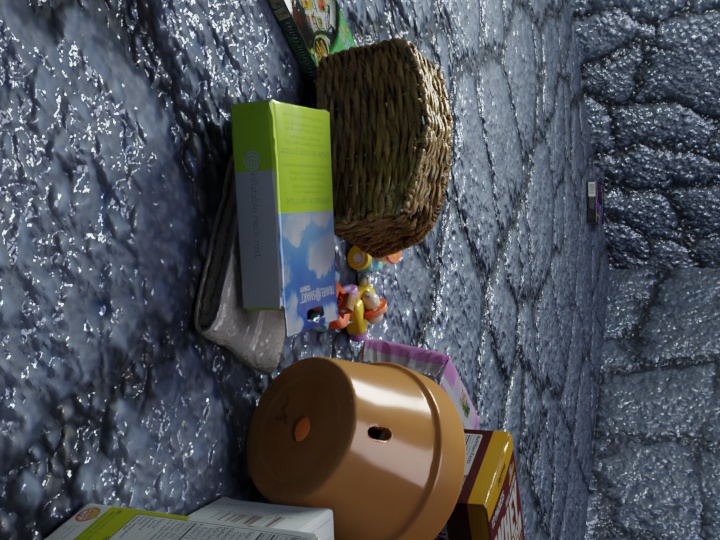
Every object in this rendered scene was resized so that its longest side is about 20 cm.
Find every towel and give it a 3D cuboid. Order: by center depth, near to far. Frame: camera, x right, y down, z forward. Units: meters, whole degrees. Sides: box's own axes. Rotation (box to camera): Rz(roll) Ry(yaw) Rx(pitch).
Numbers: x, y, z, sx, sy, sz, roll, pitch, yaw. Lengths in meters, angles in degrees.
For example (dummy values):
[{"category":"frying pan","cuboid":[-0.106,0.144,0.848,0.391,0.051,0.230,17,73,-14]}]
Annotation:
[{"category":"towel","cuboid":[-0.096,-0.013,0.829,0.133,0.034,0.203,47,47,-57]}]

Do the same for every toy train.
[{"category":"toy train","cuboid":[0.000,0.000,1.030,0.151,0.055,0.203,61,36,-49]}]

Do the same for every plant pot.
[{"category":"plant pot","cuboid":[-0.016,0.173,0.840,0.139,0.198,0.203,33,58,-44]}]

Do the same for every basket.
[{"category":"basket","cuboid":[0.041,-0.130,0.948,0.149,0.141,0.204,27,61,-58]}]

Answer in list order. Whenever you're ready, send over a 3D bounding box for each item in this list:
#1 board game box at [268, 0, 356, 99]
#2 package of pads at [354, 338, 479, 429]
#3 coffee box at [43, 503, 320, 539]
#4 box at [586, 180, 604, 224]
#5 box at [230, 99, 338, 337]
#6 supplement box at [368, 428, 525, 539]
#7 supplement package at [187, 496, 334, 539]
[{"category":"board game box","cuboid":[-0.044,-0.263,0.976,0.201,0.023,0.106,62,34,-48]},{"category":"package of pads","cuboid":[0.072,0.164,1.097,0.077,0.119,0.201,-66,151,-23]},{"category":"coffee box","cuboid":[-0.134,0.289,0.521,0.200,0.194,0.203,-38,124,-62]},{"category":"box","cuboid":[0.811,-0.231,2.989,0.199,0.035,0.146,-7,96,-68]},{"category":"box","cuboid":[-0.066,-0.048,0.799,0.122,0.047,0.204,-13,101,-67]},{"category":"supplement box","cuboid":[0.081,0.306,1.027,0.133,0.197,0.200,-49,133,-56]},{"category":"supplement package","cuboid":[-0.092,0.308,0.721,0.117,0.115,0.204,-7,96,-67]}]
